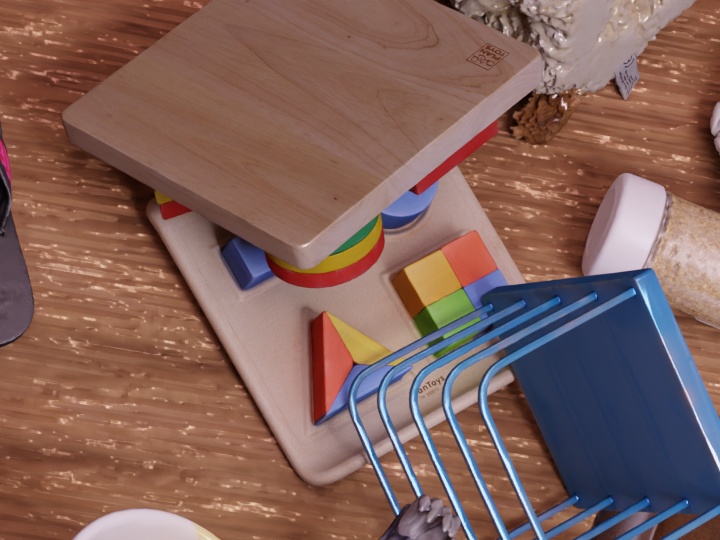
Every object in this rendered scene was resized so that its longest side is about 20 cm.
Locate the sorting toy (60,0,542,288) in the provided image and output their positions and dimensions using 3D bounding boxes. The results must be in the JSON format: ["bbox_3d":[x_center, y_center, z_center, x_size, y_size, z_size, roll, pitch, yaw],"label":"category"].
[{"bbox_3d":[-0.030,-0.080,1.692,0.200,0.070,0.199,29,55,36],"label":"sorting toy"}]

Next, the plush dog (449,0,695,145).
[{"bbox_3d":[0.094,-0.188,1.792,0.200,0.161,0.172,-17,57,-48],"label":"plush dog"}]

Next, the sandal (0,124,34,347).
[{"bbox_3d":[-0.230,-0.054,1.689,0.075,0.045,0.201,-15,74,-19],"label":"sandal"}]

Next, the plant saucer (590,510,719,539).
[{"bbox_3d":[0.230,0.187,1.726,0.199,0.032,0.201,4,70,-12],"label":"plant saucer"}]

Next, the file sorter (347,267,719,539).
[{"bbox_3d":[0.095,0.091,1.617,0.122,0.200,0.139,-26,97,-20],"label":"file sorter"}]

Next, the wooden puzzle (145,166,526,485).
[{"bbox_3d":[0.000,0.000,1.728,0.185,0.046,0.200,-28,79,-22],"label":"wooden puzzle"}]

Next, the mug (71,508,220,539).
[{"bbox_3d":[-0.125,0.233,1.546,0.186,0.153,0.150,36,43,-20],"label":"mug"}]

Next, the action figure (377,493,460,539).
[{"bbox_3d":[0.027,0.192,1.579,0.102,0.200,0.119,-32,84,17],"label":"action figure"}]

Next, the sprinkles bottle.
[{"bbox_3d":[0.235,0.007,1.774,0.199,0.068,0.068,21,66,-7],"label":"sprinkles bottle"}]

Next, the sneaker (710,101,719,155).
[{"bbox_3d":[0.272,-0.063,1.758,0.080,0.084,0.200,3,40,-31],"label":"sneaker"}]
